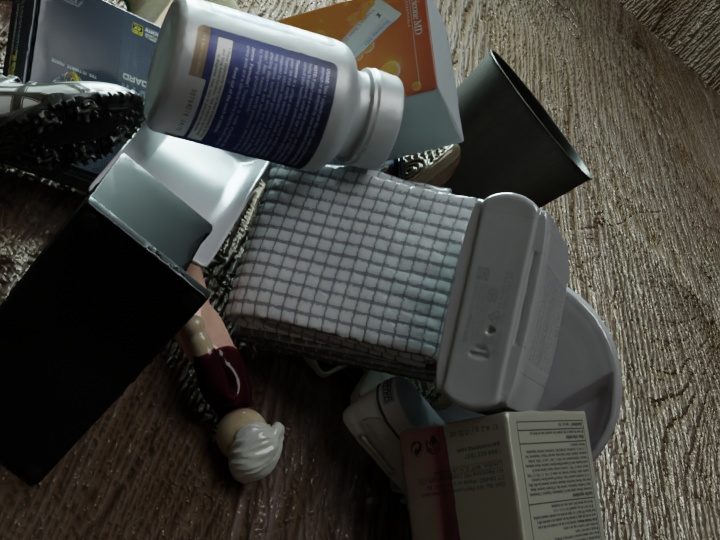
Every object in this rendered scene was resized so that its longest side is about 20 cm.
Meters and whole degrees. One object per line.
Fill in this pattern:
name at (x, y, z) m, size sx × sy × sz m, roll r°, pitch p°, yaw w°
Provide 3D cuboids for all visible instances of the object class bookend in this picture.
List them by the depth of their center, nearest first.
bookend at (-0.169, 0.003, 0.822) m, size 0.092 × 0.199 × 0.201 m, roll 38°, pitch 28°, yaw -12°

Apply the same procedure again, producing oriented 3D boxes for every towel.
towel at (0.000, 0.000, 1.044) m, size 0.198 × 0.086 × 0.167 m, roll 11°, pitch 63°, yaw 11°

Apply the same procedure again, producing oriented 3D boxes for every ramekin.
ramekin at (0.153, 0.102, 1.151) m, size 0.203 × 0.202 × 0.094 m, roll 53°, pitch 17°, yaw 13°

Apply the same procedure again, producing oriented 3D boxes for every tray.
tray at (-0.143, -0.074, 0.989) m, size 0.107 × 0.022 × 0.201 m, roll 34°, pitch 31°, yaw -8°

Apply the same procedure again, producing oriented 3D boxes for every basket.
basket at (0.111, -0.101, 1.270) m, size 0.180 × 0.199 × 0.137 m, roll 43°, pitch 18°, yaw -33°

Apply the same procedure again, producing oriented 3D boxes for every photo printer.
photo printer at (0.122, 0.037, 1.002) m, size 0.069 × 0.168 × 0.200 m, roll 11°, pitch -5°, yaw 17°

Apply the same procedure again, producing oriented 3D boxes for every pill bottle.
pill bottle at (-0.070, -0.145, 1.004) m, size 0.198 × 0.111 × 0.112 m, roll 13°, pitch 39°, yaw -20°

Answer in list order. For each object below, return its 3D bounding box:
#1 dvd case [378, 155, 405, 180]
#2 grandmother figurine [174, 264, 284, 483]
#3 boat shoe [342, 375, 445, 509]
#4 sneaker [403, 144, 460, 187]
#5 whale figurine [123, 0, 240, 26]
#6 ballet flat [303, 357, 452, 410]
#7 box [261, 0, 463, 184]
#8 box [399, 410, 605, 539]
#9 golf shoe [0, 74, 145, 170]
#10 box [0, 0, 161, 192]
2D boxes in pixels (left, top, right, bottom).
dvd case at (-0.022, -0.108, 1.226) m, size 0.018 × 0.142 × 0.201 m, roll 57°, pitch 18°, yaw -31°
grandmother figurine at (-0.114, 0.071, 0.953) m, size 0.201 × 0.060 × 0.121 m, roll 65°, pitch 13°, yaw 21°
boat shoe at (0.057, 0.176, 1.048) m, size 0.200 × 0.065 × 0.072 m, roll 51°, pitch 22°, yaw -31°
sneaker at (0.026, -0.047, 1.189) m, size 0.076 × 0.199 × 0.070 m, roll 56°, pitch -10°, yaw -29°
whale figurine at (-0.200, -0.209, 1.184) m, size 0.200 × 0.103 × 0.160 m, roll -40°, pitch 108°, yaw -40°
ballet flat at (-0.009, 0.077, 1.103) m, size 0.200 × 0.068 × 0.075 m, roll 41°, pitch 50°, yaw 2°
box at (-0.015, -0.172, 1.149) m, size 0.098 × 0.198 × 0.126 m, roll 52°, pitch 28°, yaw -60°
box at (0.118, 0.216, 0.957) m, size 0.127 × 0.108 × 0.202 m, roll 8°, pitch 71°, yaw -51°
golf shoe at (-0.262, -0.122, 0.914) m, size 0.198 × 0.078 × 0.095 m, roll -14°, pitch 57°, yaw -26°
box at (-0.210, -0.142, 1.050) m, size 0.199 × 0.051 × 0.159 m, roll 20°, pitch 65°, yaw -40°
